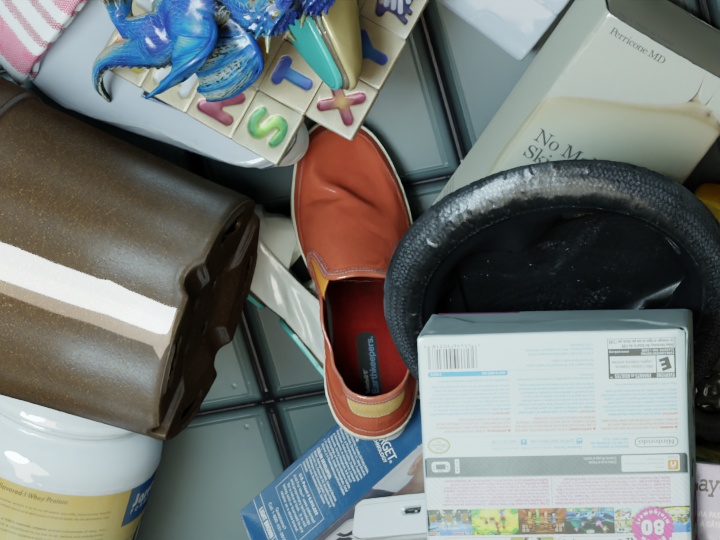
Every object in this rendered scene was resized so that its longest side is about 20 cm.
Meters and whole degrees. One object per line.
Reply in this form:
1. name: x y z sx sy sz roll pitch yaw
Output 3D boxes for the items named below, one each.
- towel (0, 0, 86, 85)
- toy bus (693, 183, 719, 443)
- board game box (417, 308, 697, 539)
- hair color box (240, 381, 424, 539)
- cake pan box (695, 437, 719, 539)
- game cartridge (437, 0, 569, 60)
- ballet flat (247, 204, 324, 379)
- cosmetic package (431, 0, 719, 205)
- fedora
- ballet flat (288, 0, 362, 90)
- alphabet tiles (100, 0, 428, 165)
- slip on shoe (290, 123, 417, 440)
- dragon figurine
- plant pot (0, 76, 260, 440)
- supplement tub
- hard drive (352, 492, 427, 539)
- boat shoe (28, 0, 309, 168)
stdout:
1. towel: -0.189 -0.225 1.653 0.146 0.030 0.200 53 124 17
2. toy bus: 0.248 -0.006 1.633 0.200 0.136 0.192 -10 96 19
3. board game box: 0.111 0.125 1.538 0.147 0.064 0.200 -1 100 8
4. hair color box: 0.031 0.124 1.738 0.100 0.061 0.200 21 124 -44
5. cake pan box: 0.222 0.120 1.648 0.200 0.184 0.052 5 96 10
6. game cartridge: 0.098 -0.234 1.617 0.133 0.042 0.200 34 115 -7
7. ballet flat: -0.039 0.008 1.737 0.069 0.069 0.200 -39 103 23
8. cosmetic package: 0.130 -0.067 1.646 0.103 0.073 0.200 27 118 -13
9. fedora: 0.115 0.000 1.590 0.200 0.092 0.201 3 122 5
10. ballet flat: -0.043 -0.194 1.603 0.063 0.069 0.200 -33 76 -14
11. alphabet tiles: -0.063 -0.165 1.640 0.200 0.006 0.167 30 93 19
12. slip on shoe: 0.000 0.000 1.677 0.074 0.061 0.200 -5 73 -4
13. dragon figurine: -0.094 -0.128 1.574 0.200 0.059 0.100 -43 63 34
14. plant pot: -0.175 -0.003 1.635 0.198 0.200 0.201 19 115 9
15. supplement tub: -0.208 0.140 1.776 0.144 0.145 0.200 20 115 4
16. hard drive: 0.114 0.163 1.685 0.200 0.132 0.026 13 77 -29
17. boat shoe: -0.119 -0.112 1.693 0.200 0.070 0.071 22 90 19
